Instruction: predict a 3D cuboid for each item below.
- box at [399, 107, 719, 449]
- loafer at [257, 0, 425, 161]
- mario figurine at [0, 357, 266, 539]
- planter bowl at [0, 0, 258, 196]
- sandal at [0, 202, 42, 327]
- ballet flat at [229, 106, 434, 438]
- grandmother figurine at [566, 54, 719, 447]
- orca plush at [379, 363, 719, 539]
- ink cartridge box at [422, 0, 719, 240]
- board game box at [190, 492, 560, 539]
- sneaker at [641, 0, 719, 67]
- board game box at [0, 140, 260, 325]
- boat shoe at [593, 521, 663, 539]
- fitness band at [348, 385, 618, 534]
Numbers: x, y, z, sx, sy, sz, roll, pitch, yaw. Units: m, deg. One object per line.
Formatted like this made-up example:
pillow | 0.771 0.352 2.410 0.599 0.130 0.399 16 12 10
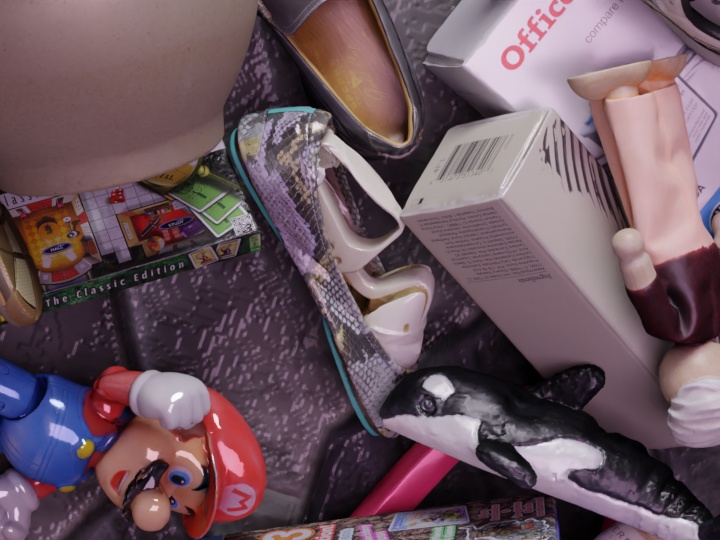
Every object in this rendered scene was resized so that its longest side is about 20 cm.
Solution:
box | 0.118 0.008 1.544 0.200 0.082 0.068 48 55 -28
loafer | -0.022 -0.146 1.525 0.073 0.072 0.200 -36 103 -6
mario figurine | -0.146 0.096 1.506 0.200 0.123 0.106 14 81 -11
planter bowl | -0.138 -0.117 1.444 0.200 0.200 0.135 -15 109 -11
sandal | -0.220 -0.040 1.455 0.054 0.080 0.200 -39 65 1
ballet flat | 0.000 0.000 1.536 0.072 0.072 0.200 -29 112 -8
grandmother figurine | 0.162 -0.008 1.493 0.121 0.061 0.200 -13 91 -44
orca plush | 0.113 0.084 1.515 0.200 0.105 0.071 22 91 26
ink cartridge box | 0.159 -0.105 1.568 0.200 0.086 0.146 39 88 -16
board game box | 0.016 0.217 1.531 0.200 0.097 0.159 -7 104 4
sneaker | 0.150 -0.173 1.470 0.200 0.088 0.076 32 90 -12
board game box | -0.162 -0.028 1.502 0.200 0.105 0.023 -17 146 -11
boat shoe | 0.192 0.200 1.601 0.069 0.074 0.200 -43 128 0
fitness band | 0.070 0.156 1.609 0.144 0.037 0.200 44 85 -12
